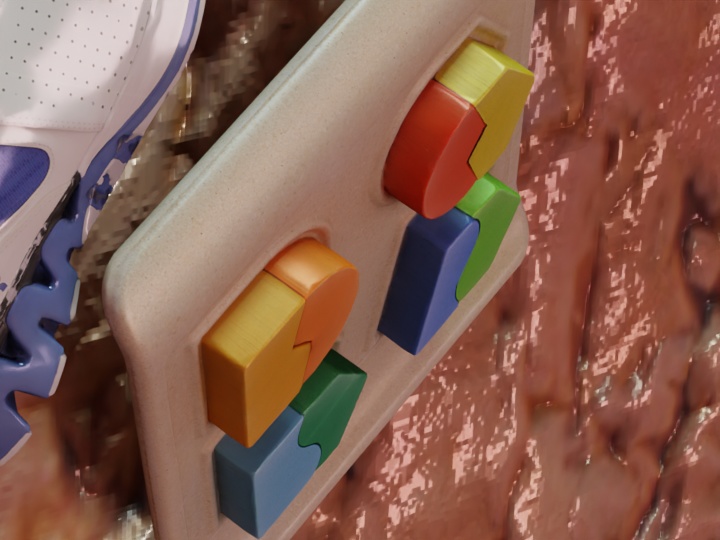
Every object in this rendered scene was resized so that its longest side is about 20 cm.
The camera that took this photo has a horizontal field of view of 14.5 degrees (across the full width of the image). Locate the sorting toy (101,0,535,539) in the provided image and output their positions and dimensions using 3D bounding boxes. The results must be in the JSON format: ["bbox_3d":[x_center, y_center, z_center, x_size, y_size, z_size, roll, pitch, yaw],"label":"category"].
[{"bbox_3d":[0.000,0.000,0.857,0.185,0.036,0.200,-49,158,-21],"label":"sorting toy"}]

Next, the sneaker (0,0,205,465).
[{"bbox_3d":[-0.117,-0.044,0.729,0.115,0.080,0.200,10,100,-50],"label":"sneaker"}]
